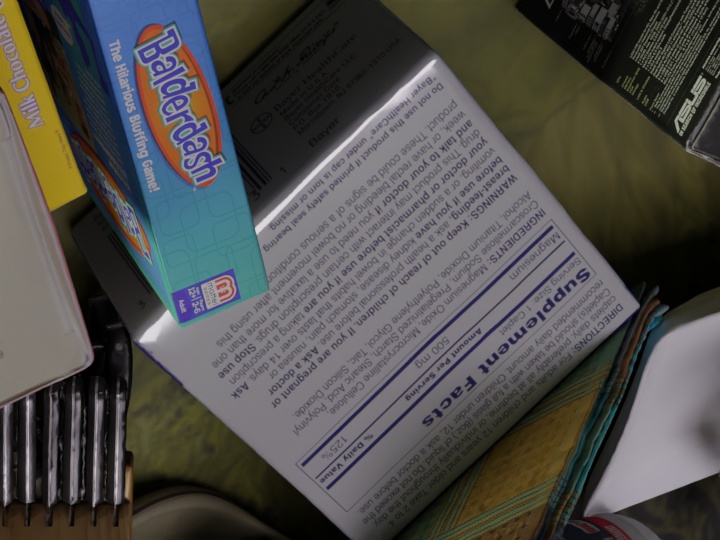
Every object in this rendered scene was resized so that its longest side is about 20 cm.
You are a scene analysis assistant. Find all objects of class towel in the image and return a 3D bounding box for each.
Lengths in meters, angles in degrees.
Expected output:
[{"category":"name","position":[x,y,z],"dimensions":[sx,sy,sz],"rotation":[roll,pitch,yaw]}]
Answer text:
[{"category":"towel","position":[0.068,0.097,1.032],"dimensions":[0.022,0.200,0.146],"rotation":[46,132,-13]}]

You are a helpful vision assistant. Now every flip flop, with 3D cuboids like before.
[{"category":"flip flop","position":[-0.063,0.172,1.110],"dimensions":[0.200,0.058,0.081],"rotation":[30,102,-37]}]

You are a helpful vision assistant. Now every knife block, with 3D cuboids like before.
[{"category":"knife block","position":[-0.137,0.116,0.993],"dimensions":[0.064,0.176,0.201],"rotation":[2,137,-5]}]

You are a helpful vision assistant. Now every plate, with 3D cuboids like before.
[{"category":"plate","position":[0.218,0.050,1.165],"dimensions":[0.199,0.032,0.200],"rotation":[-19,150,-20]}]

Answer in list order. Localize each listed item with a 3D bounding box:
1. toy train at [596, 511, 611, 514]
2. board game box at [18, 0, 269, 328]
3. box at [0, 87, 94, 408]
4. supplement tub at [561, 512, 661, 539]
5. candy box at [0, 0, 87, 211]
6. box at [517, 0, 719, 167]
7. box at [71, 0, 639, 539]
[{"category":"toy train","position":[0.151,0.222,1.262],"dimensions":[0.200,0.056,0.151],"rotation":[42,82,-35]},{"category":"board game box","position":[-0.102,-0.098,0.866],"dimensions":[0.045,0.152,0.201],"rotation":[-22,127,-14]},{"category":"box","position":[-0.196,-0.039,0.820],"dimensions":[0.108,0.200,0.128],"rotation":[-24,127,-13]},{"category":"supplement tub","position":[0.066,0.209,1.094],"dimensions":[0.199,0.140,0.141],"rotation":[-9,122,-23]},{"category":"candy box","position":[-0.163,-0.128,0.847],"dimensions":[0.026,0.102,0.201],"rotation":[-25,127,-12]},{"category":"box","position":[0.184,-0.161,0.972],"dimensions":[0.086,0.164,0.201],"rotation":[17,109,-34]},{"category":"box","position":[0.000,0.000,1.009],"dimensions":[0.184,0.105,0.200],"rotation":[-43,128,1]}]
